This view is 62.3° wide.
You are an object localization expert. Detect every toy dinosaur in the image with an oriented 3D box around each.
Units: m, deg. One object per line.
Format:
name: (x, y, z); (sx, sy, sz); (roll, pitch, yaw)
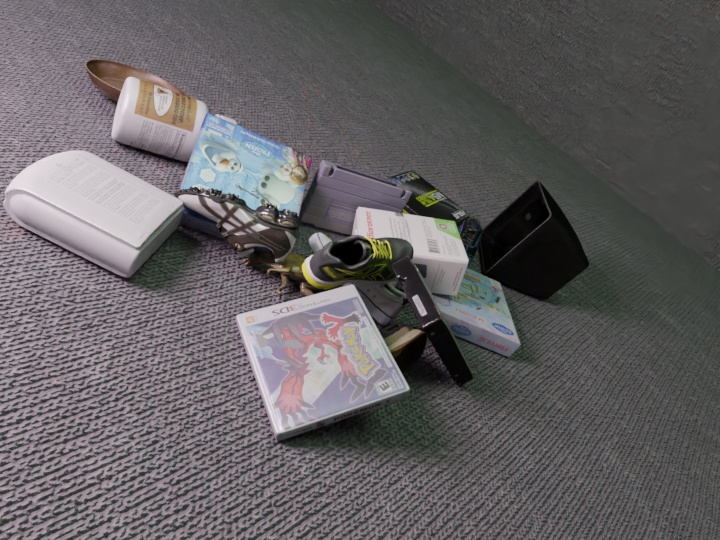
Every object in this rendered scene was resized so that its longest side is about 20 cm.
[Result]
toy dinosaur: (-0.088, 0.008, 0.970); (0.200, 0.058, 0.101); (17, 33, -25)

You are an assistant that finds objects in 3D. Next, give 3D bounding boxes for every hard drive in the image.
hard drive: (0.119, 0.084, 0.960); (0.200, 0.038, 0.140); (58, 6, -47)

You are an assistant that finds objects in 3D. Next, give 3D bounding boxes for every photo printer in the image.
photo printer: (-0.372, -0.089, 0.837); (0.200, 0.070, 0.167); (28, 30, -7)

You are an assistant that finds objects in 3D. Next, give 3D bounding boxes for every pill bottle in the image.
pill bottle: (-0.332, -0.260, 1.074); (0.200, 0.114, 0.114); (14, 35, -29)

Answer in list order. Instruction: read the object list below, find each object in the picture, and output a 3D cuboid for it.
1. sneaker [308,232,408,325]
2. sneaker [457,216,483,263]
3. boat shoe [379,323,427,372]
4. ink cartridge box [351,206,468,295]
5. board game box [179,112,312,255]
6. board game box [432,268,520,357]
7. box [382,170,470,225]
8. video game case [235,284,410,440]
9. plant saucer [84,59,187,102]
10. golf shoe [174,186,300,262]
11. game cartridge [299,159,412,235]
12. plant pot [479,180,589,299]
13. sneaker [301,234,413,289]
sneaker: (0.000, 0.000, 1.014); (0.200, 0.071, 0.073); (45, 13, -3)
sneaker: (0.232, -0.070, 1.326); (0.070, 0.078, 0.200); (28, 20, 2)
boat shoe: (0.017, 0.134, 0.886); (0.065, 0.073, 0.200); (24, 29, 37)
ink cartridge box: (0.085, -0.038, 1.121); (0.199, 0.084, 0.146); (7, 35, -8)
board game box: (-0.196, -0.143, 1.016); (0.200, 0.043, 0.199); (20, 63, -21)
board game box: (0.204, 0.060, 1.178); (0.200, 0.041, 0.200); (23, 32, -15)
box: (0.147, -0.157, 1.432); (0.193, 0.048, 0.200); (39, 32, 16)
video game case: (-0.056, 0.114, 0.808); (0.182, 0.023, 0.200); (-15, 49, -18)
plant saucer: (-0.437, -0.353, 1.168); (0.200, 0.037, 0.200); (23, 23, -11)
golf shoe: (-0.195, -0.070, 0.917); (0.200, 0.095, 0.078); (17, 9, 1)
game cartridge: (-0.012, -0.130, 1.166); (0.200, 0.130, 0.038); (13, 33, -30)
plant pot: (0.417, -0.055, 1.406); (0.177, 0.200, 0.200); (36, 29, -15)
sneaker: (0.011, -0.018, 0.928); (0.200, 0.085, 0.075); (-14, 74, -33)
